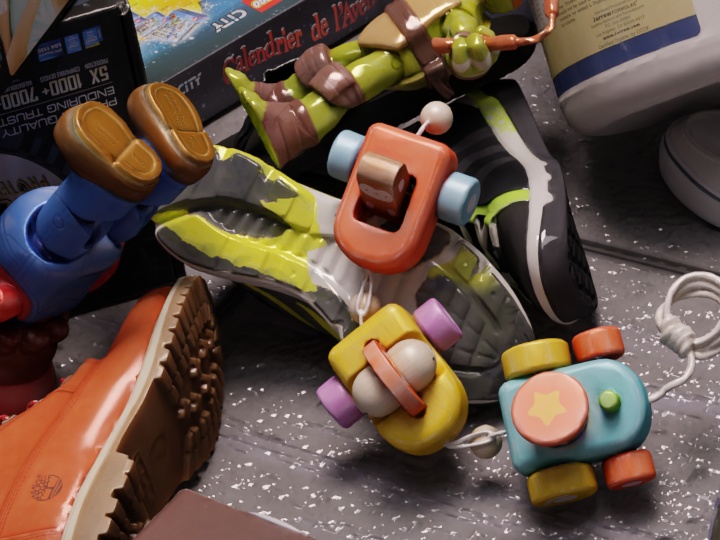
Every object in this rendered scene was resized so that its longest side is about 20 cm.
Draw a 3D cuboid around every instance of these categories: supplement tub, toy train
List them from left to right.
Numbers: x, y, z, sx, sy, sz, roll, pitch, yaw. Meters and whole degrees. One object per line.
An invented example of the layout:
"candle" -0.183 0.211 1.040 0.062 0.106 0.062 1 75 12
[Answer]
"toy train" 0.055 0.015 1.281 0.199 0.056 0.151 25 87 18
"supplement tub" 0.140 -0.179 1.424 0.144 0.201 0.144 -17 -4 -1

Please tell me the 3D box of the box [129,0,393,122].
"box" -0.081 -0.149 1.616 0.200 0.038 0.136 -33 43 -28

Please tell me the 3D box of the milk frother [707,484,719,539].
"milk frother" 0.265 0.092 1.170 0.187 0.182 0.200 14 0 27

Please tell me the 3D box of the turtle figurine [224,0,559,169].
"turtle figurine" 0.017 -0.112 1.412 0.161 0.065 0.200 -29 31 0

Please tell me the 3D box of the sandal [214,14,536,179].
"sandal" -0.008 -0.092 1.477 0.199 0.045 0.075 -24 24 16

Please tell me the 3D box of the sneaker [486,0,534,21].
"sneaker" 0.083 -0.212 1.626 0.070 0.082 0.201 -1 38 11

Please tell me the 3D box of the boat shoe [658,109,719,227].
"boat shoe" 0.226 -0.048 1.393 0.199 0.066 0.074 21 47 35

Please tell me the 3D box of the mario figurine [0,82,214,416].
"mario figurine" -0.160 -0.014 1.342 0.123 0.200 0.106 19 39 -34

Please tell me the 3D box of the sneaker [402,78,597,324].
"sneaker" 0.057 -0.024 1.405 0.082 0.072 0.200 -18 26 0

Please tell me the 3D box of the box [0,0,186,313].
"box" -0.200 -0.054 1.415 0.199 0.165 0.086 -16 37 -10

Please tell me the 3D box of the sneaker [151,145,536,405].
"sneaker" 0.000 0.000 1.374 0.199 0.085 0.075 30 91 16

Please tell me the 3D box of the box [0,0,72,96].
"box" -0.193 -0.142 1.343 0.116 0.060 0.200 7 40 21

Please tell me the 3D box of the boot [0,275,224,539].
"boot" -0.127 0.073 1.313 0.107 0.075 0.200 0 38 22

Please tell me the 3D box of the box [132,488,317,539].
"box" -0.086 0.183 1.157 0.100 0.075 0.200 18 47 32
